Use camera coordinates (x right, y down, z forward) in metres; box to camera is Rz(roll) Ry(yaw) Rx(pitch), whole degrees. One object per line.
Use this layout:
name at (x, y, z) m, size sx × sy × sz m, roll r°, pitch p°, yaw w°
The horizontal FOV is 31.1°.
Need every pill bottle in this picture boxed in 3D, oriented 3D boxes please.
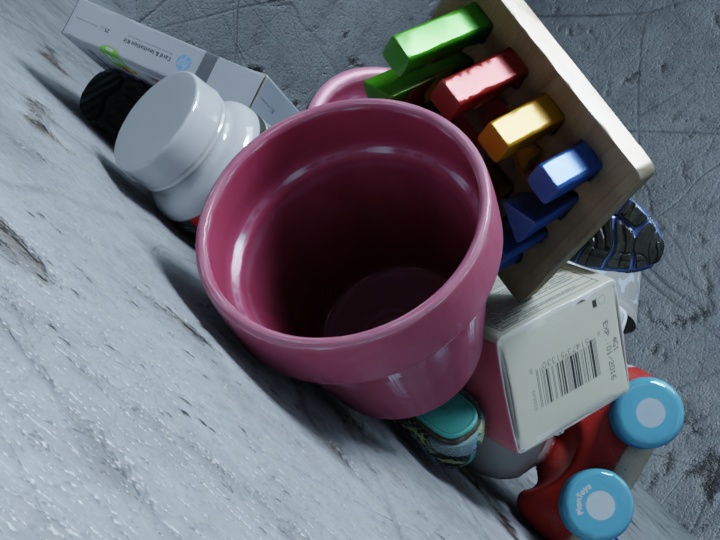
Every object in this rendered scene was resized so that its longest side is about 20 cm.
pill bottle at (-0.100, -0.068, 1.081) m, size 0.200 × 0.114 × 0.114 m, roll 39°, pitch 5°, yaw -36°

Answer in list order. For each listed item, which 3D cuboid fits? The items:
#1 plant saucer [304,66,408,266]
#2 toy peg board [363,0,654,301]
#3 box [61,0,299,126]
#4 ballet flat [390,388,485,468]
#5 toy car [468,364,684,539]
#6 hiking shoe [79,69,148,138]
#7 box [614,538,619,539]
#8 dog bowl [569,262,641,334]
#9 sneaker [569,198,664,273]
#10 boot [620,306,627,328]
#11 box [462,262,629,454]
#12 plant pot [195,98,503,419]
plant saucer at (0.035, -0.076, 1.079) m, size 0.200 × 0.051 × 0.201 m, roll 15°, pitch 55°, yaw -22°
toy peg board at (0.076, -0.083, 0.947) m, size 0.199 × 0.098 × 0.200 m, roll 55°, pitch -30°, yaw 12°
box at (-0.154, -0.171, 1.187) m, size 0.200 × 0.041 × 0.156 m, roll 26°, pitch -5°, yaw 17°
ballet flat at (0.028, 0.092, 1.075) m, size 0.200 × 0.074 × 0.074 m, roll 48°, pitch 6°, yaw 36°
toy car at (0.160, 0.136, 1.171) m, size 0.200 × 0.177 × 0.184 m, roll 30°, pitch -7°, yaw 4°
hiking shoe at (-0.165, -0.113, 1.201) m, size 0.200 × 0.074 × 0.087 m, roll 43°, pitch 5°, yaw 8°
box at (0.276, 0.314, 1.234) m, size 0.121 × 0.032 × 0.200 m, roll 39°, pitch 4°, yaw -36°
dog bowl at (0.186, 0.001, 1.286) m, size 0.200 × 0.059 × 0.200 m, roll 20°, pitch -10°, yaw 4°
sneaker at (0.181, -0.043, 1.112) m, size 0.078 × 0.075 × 0.200 m, roll 21°, pitch 3°, yaw -44°
boot at (0.176, 0.060, 1.252) m, size 0.096 × 0.074 × 0.200 m, roll 24°, pitch -25°, yaw -4°
box at (0.111, 0.054, 1.103) m, size 0.200 × 0.128 × 0.109 m, roll 24°, pitch -47°, yaw 54°
plant pot at (0.009, 0.009, 0.906) m, size 0.200 × 0.200 × 0.179 m, roll 45°, pitch -10°, yaw 34°
